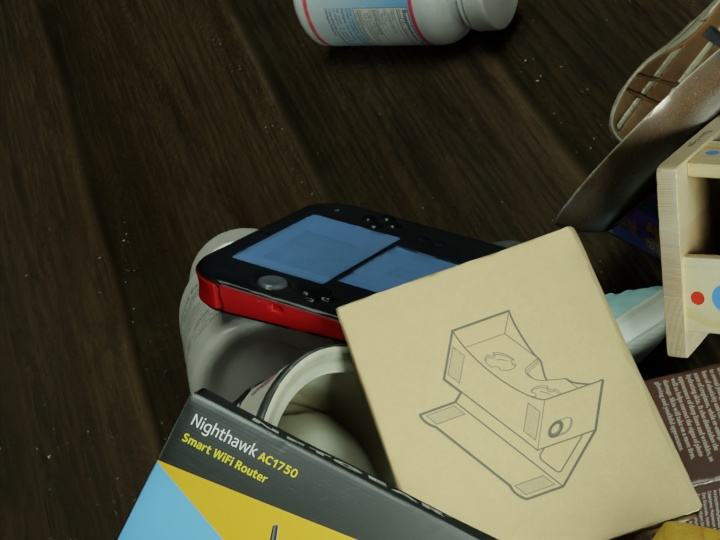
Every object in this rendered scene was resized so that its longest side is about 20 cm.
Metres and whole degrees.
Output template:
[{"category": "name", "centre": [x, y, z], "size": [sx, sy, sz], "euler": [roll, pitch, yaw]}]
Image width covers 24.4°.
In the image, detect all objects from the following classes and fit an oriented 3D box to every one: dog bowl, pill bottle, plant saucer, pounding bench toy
[{"category": "dog bowl", "centre": [-0.023, 0.151, 1.047], "size": [0.074, 0.200, 0.201], "euler": [-17, 34, 38]}, {"category": "pill bottle", "centre": [0.043, -0.268, 1.575], "size": [0.199, 0.109, 0.109], "euler": [3, 45, 31]}, {"category": "plant saucer", "centre": [0.218, -0.092, 1.168], "size": [0.200, 0.200, 0.032], "euler": [-41, 80, -22]}, {"category": "pill bottle", "centre": [-0.078, 0.045, 1.244], "size": [0.114, 0.115, 0.200], "euler": [-23, 24, 0]}, {"category": "pounding bench toy", "centre": [0.300, -0.032, 1.065], "size": [0.155, 0.125, 0.200], "euler": [4, 22, 30]}]

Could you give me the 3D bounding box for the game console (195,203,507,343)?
[{"category": "game console", "centre": [0.000, 0.000, 1.164], "size": [0.176, 0.031, 0.200], "euler": [12, 22, 26]}]

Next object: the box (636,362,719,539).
[{"category": "box", "centre": [0.211, 0.119, 1.036], "size": [0.199, 0.075, 0.100], "euler": [-14, 38, 5]}]

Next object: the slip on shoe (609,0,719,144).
[{"category": "slip on shoe", "centre": [0.282, -0.168, 1.376], "size": [0.076, 0.061, 0.200], "euler": [38, 81, 12]}]

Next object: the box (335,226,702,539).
[{"category": "box", "centre": [0.091, 0.083, 1.004], "size": [0.163, 0.021, 0.201], "euler": [-19, 62, -2]}]

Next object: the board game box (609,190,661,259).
[{"category": "board game box", "centre": [0.286, -0.051, 1.239], "size": [0.134, 0.045, 0.200], "euler": [-36, 39, -16]}]

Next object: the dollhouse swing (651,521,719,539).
[{"category": "dollhouse swing", "centre": [0.101, 0.228, 0.914], "size": [0.175, 0.182, 0.200], "euler": [24, 57, 32]}]

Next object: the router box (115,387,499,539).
[{"category": "router box", "centre": [-0.037, 0.176, 0.921], "size": [0.150, 0.199, 0.051], "euler": [-63, 0, 0]}]

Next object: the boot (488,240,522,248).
[{"category": "boot", "centre": [0.094, 0.063, 1.194], "size": [0.164, 0.066, 0.200], "euler": [9, 44, 33]}]

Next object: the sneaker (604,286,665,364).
[{"category": "sneaker", "centre": [0.143, 0.036, 1.130], "size": [0.199, 0.074, 0.082], "euler": [-21, 65, -40]}]
